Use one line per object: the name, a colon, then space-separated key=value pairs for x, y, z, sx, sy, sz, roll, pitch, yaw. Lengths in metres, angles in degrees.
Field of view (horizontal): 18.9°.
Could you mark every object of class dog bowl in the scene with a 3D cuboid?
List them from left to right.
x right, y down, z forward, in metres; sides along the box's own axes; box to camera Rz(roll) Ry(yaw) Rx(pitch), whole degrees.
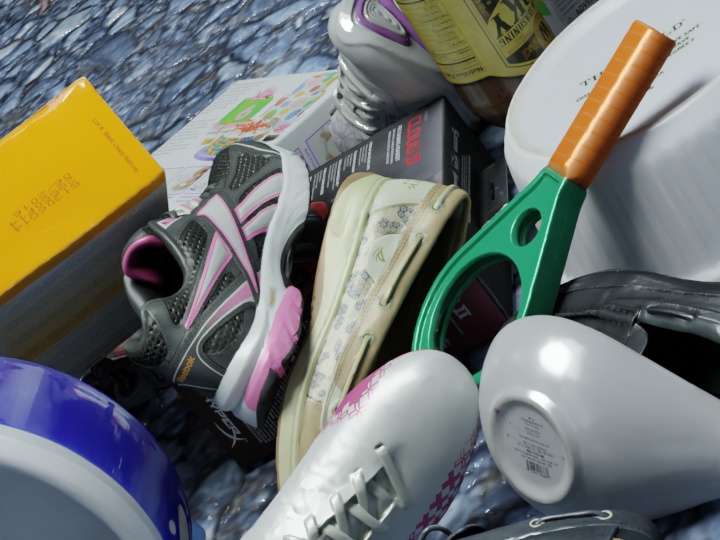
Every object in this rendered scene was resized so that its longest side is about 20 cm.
dog bowl: x=-0.184 y=0.143 z=1.057 sx=0.199 sy=0.200 sz=0.079 roll=-28 pitch=26 yaw=21

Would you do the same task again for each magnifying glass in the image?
magnifying glass: x=0.086 y=-0.025 z=1.009 sx=0.201 sy=0.022 sz=0.080 roll=-61 pitch=32 yaw=7

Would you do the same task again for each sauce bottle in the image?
sauce bottle: x=0.069 y=-0.128 z=1.171 sx=0.064 sy=0.200 sz=0.065 roll=-28 pitch=28 yaw=17

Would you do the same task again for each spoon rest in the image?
spoon rest: x=0.124 y=0.079 z=0.909 sx=0.060 sy=0.100 sz=0.200 roll=-24 pitch=30 yaw=-33

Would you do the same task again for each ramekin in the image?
ramekin: x=0.163 y=-0.076 z=1.085 sx=0.202 sy=0.094 sz=0.203 roll=-30 pitch=28 yaw=18

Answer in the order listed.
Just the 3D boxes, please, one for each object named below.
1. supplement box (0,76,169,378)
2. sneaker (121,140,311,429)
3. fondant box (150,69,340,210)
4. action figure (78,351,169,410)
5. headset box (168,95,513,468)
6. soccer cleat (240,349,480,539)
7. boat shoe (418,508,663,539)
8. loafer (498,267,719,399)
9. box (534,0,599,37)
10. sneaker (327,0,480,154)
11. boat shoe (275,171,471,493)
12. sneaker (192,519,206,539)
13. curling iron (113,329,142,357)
supplement box: x=-0.171 y=-0.006 z=1.171 sx=0.126 sy=0.074 sz=0.200 roll=-38 pitch=-14 yaw=-16
sneaker: x=-0.077 y=-0.010 z=1.095 sx=0.200 sy=0.086 sz=0.081 roll=-95 pitch=28 yaw=-59
fondant box: x=-0.091 y=-0.050 z=1.389 sx=0.200 sy=0.058 sz=0.144 roll=-45 pitch=25 yaw=-29
action figure: x=-0.178 y=0.098 z=1.280 sx=0.130 sy=0.069 sz=0.200 roll=-30 pitch=23 yaw=28
headset box: x=0.000 y=0.000 z=1.195 sx=0.199 sy=0.075 sz=0.149 roll=-28 pitch=28 yaw=20
soccer cleat: x=-0.015 y=0.125 z=0.978 sx=0.200 sy=0.070 sz=0.086 roll=-52 pitch=1 yaw=16
boat shoe: x=0.044 y=0.146 z=0.903 sx=0.199 sy=0.075 sz=0.062 roll=-21 pitch=25 yaw=33
loafer: x=0.132 y=0.039 z=0.960 sx=0.200 sy=0.068 sz=0.070 roll=-3 pitch=25 yaw=45
box: x=0.112 y=-0.181 z=1.316 sx=0.112 sy=0.102 sz=0.200 roll=-44 pitch=26 yaw=-13
sneaker: x=0.019 y=-0.101 z=1.265 sx=0.100 sy=0.200 sz=0.075 roll=-41 pitch=69 yaw=9
boat shoe: x=0.007 y=0.050 z=1.056 sx=0.062 sy=0.073 sz=0.201 roll=5 pitch=80 yaw=24
sneaker: x=-0.179 y=0.163 z=1.160 sx=0.199 sy=0.078 sz=0.070 roll=-26 pitch=29 yaw=24
curling iron: x=-0.144 y=0.036 z=1.381 sx=0.199 sy=0.026 sz=0.050 roll=-19 pitch=35 yaw=35
